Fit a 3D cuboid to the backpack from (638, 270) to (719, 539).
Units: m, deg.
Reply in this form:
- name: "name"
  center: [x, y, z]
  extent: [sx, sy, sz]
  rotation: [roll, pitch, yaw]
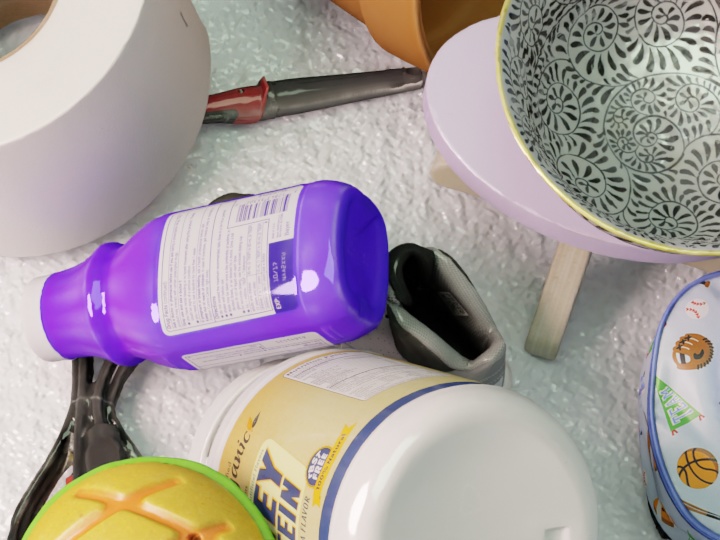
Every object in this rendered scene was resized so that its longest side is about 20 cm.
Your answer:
- name: "backpack"
  center: [0.241, 0.078, 1.365]
  extent: [0.190, 0.154, 0.201]
  rotation: [-5, 69, 6]

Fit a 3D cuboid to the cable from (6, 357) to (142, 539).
- name: "cable"
  center: [-0.142, 0.094, 1.405]
  extent: [0.097, 0.050, 0.201]
  rotation: [-14, 55, 10]

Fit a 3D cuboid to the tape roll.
- name: "tape roll"
  center: [-0.193, -0.125, 1.410]
  extent: [0.202, 0.139, 0.203]
  rotation: [-4, 67, 9]

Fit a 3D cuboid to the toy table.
- name: "toy table"
  center: [0.129, -0.054, 1.427]
  extent: [0.200, 0.117, 0.184]
  rotation: [30, 69, 9]

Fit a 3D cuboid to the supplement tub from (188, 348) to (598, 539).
- name: "supplement tub"
  center: [0.010, 0.116, 1.288]
  extent: [0.144, 0.200, 0.145]
  rotation: [-3, 97, -28]

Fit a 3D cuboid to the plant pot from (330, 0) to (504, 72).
- name: "plant pot"
  center: [0.024, -0.222, 1.465]
  extent: [0.140, 0.200, 0.200]
  rotation: [21, 67, 24]

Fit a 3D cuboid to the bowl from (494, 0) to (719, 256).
- name: "bowl"
  center: [0.162, -0.083, 1.328]
  extent: [0.200, 0.094, 0.201]
  rotation: [1, 67, -3]

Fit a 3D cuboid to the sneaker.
- name: "sneaker"
  center: [0.000, 0.000, 1.398]
  extent: [0.200, 0.116, 0.075]
  rotation: [31, 69, 10]

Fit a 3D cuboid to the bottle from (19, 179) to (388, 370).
- name: "bottle"
  center: [-0.083, 0.009, 1.354]
  extent: [0.199, 0.065, 0.084]
  rotation: [-12, 62, 27]

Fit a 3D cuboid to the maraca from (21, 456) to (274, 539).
- name: "maraca"
  center: [-0.098, 0.180, 1.209]
  extent: [0.137, 0.107, 0.201]
  rotation: [-9, 64, 6]

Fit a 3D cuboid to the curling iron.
- name: "curling iron"
  center: [-0.063, -0.105, 1.488]
  extent: [0.199, 0.026, 0.050]
  rotation: [-3, 70, -4]
